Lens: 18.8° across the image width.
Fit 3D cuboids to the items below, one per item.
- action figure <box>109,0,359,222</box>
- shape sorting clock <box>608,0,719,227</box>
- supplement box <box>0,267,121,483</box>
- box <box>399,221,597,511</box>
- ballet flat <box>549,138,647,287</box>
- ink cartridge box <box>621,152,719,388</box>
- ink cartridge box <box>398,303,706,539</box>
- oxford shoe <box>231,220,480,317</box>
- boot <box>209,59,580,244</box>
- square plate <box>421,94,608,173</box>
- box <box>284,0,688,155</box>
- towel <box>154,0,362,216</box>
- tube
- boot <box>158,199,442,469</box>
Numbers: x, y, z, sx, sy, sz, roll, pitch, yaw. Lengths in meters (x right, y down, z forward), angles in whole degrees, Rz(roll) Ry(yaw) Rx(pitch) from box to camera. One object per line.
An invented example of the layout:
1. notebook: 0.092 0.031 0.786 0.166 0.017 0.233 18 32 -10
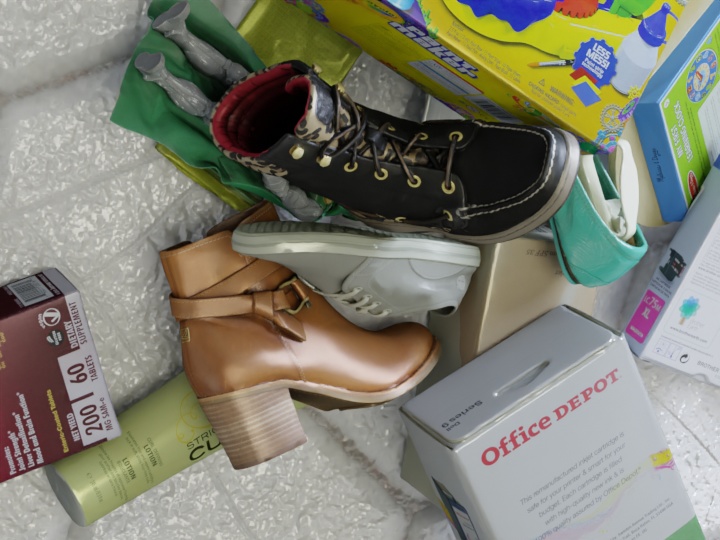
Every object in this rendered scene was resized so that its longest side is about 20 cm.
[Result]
1. action figure: -0.062 -0.091 1.398 0.200 0.055 0.118 38 63 -33
2. shape sorting clock: 0.234 -0.125 1.522 0.200 0.039 0.201 -35 137 -40
3. supplement box: -0.264 0.085 1.378 0.199 0.061 0.109 -21 113 -17
4. box: 0.099 0.066 1.527 0.095 0.078 0.201 2 104 -26
5. ballet flat: 0.142 -0.089 1.447 0.070 0.067 0.201 -20 93 26
6. ink cartridge box: 0.281 -0.013 1.551 0.119 0.042 0.201 21 104 -31
7. ink cartridge box: 0.134 0.147 1.473 0.145 0.087 0.201 -32 118 -15
8. oxford shoe: 0.000 0.000 1.413 0.199 0.075 0.058 8 97 -43
9. boot: 0.018 -0.073 1.308 0.150 0.200 0.073 23 77 -39
10. square plate: 0.132 -0.141 1.510 0.197 0.028 0.201 4 103 -25
11. box: 0.092 -0.203 1.334 0.200 0.122 0.193 31 80 -22
12. towel: -0.048 -0.138 1.435 0.086 0.018 0.200 35 89 -29
13. tube: -0.116 0.099 1.457 0.200 0.052 0.058 -30 149 -22
14. boot: -0.041 0.027 1.453 0.200 0.077 0.156 -24 96 -33
